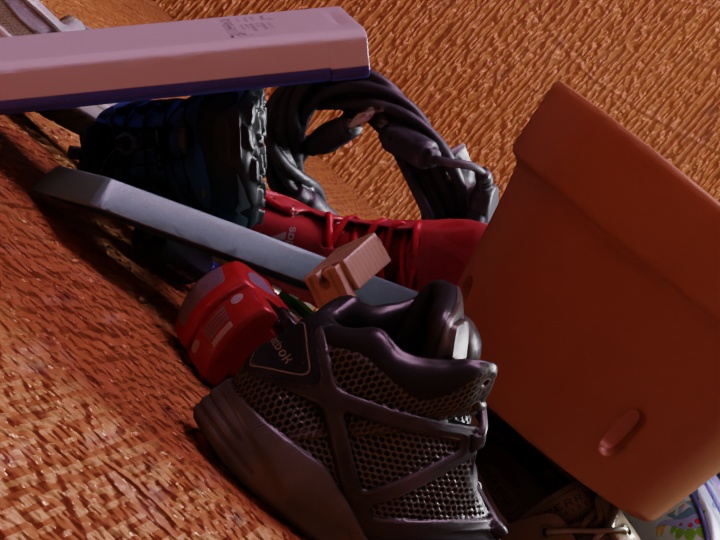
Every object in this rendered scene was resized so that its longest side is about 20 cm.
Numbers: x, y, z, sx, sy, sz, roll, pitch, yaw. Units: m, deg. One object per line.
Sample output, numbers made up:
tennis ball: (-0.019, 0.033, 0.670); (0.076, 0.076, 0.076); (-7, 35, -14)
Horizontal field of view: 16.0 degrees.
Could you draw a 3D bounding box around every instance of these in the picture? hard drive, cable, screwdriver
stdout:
hard drive: (-0.102, -0.104, 1.261); (0.132, 0.200, 0.025); (-120, -156, -77)
cable: (0.007, -0.027, 1.501); (0.163, 0.051, 0.200); (29, -36, 23)
screwdriver: (-0.072, 0.003, 1.390); (0.028, 0.029, 0.200); (45, 9, 24)

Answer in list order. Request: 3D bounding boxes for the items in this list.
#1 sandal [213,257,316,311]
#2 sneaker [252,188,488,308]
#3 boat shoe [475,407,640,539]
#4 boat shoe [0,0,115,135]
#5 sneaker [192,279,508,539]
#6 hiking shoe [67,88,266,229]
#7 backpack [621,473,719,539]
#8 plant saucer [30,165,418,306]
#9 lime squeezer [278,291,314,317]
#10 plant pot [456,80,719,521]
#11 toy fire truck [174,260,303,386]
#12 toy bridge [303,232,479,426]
sandal: (-0.075, -0.027, 1.512); (0.080, 0.054, 0.200); (47, 5, 39)
sneaker: (0.000, 0.000, 1.362); (0.115, 0.078, 0.200); (17, -13, -22)
boat shoe: (0.099, 0.134, 1.246); (0.200, 0.072, 0.065); (47, -31, 43)
boat shoe: (-0.188, -0.141, 1.410); (0.202, 0.065, 0.074); (39, -12, -9)
sneaker: (0.035, 0.082, 1.066); (0.199, 0.114, 0.076); (43, 5, -27)
hiking shoe: (-0.098, -0.055, 1.309); (0.087, 0.074, 0.200); (0, -4, -13)
backpack: (0.156, 0.151, 1.343); (0.200, 0.163, 0.154); (53, 17, 29)
plant saucer: (-0.060, -0.012, 1.247); (0.200, 0.019, 0.070); (21, -4, -33)
lime squeezer: (0.024, 0.077, 1.412); (0.071, 0.038, 0.200); (48, 3, -45)
plant pot: (0.129, 0.024, 1.222); (0.200, 0.140, 0.200); (39, 6, -5)
toy fire truck: (-0.022, 0.045, 1.256); (0.200, 0.049, 0.141); (37, 9, -37)
toy bridge: (0.028, 0.085, 1.174); (0.067, 0.027, 0.200); (-41, 107, -50)
